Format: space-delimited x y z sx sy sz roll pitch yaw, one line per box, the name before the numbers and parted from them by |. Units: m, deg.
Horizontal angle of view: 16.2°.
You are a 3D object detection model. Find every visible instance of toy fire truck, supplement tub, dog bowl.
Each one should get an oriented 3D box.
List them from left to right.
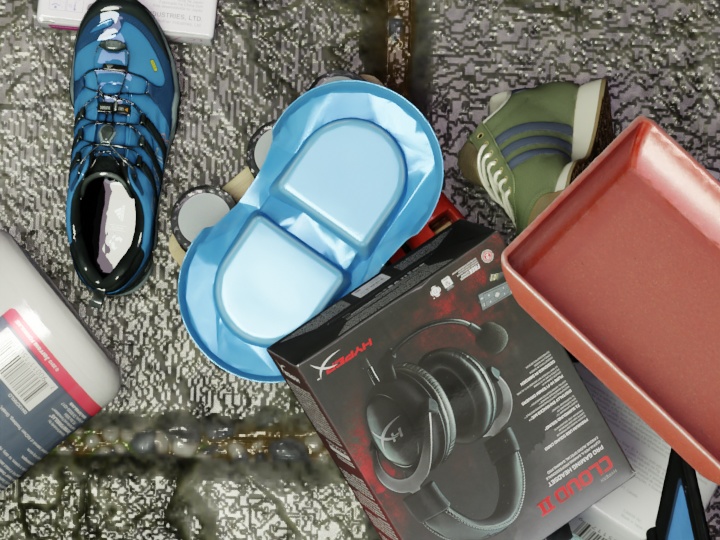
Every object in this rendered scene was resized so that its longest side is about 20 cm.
supplement tub | -0.266 0.082 1.618 0.200 0.140 0.141 -39 87 -4
dog bowl | -0.031 -0.023 1.576 0.111 0.050 0.200 35 86 1
toy fire truck | 0.000 0.000 1.651 0.176 0.129 0.200 -41 77 -4

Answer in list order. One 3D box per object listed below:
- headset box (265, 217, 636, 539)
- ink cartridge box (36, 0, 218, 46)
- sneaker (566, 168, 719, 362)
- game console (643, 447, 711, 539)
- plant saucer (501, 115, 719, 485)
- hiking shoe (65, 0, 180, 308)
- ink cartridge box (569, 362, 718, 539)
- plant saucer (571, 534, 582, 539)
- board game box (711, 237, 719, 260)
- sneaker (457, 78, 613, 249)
headset box | 0.060 0.094 1.537 0.149 0.077 0.200 -33 104 -10
ink cartridge box | -0.145 -0.257 1.699 0.119 0.042 0.201 6 88 -1
sneaker | 0.181 -0.008 1.635 0.201 0.067 0.108 -9 72 -33
game console | 0.155 0.230 1.503 0.175 0.116 0.201 -25 48 21
plant saucer | 0.192 0.024 1.525 0.200 0.037 0.200 44 43 3
hiking shoe | -0.154 -0.079 1.647 0.074 0.087 0.201 -1 96 -2
ink cartridge box | 0.175 0.082 1.666 0.162 0.057 0.200 33 56 2
plant saucer | 0.129 0.228 1.667 0.199 0.027 0.201 0 86 0
board game box | 0.265 0.005 1.631 0.103 0.019 0.200 41 55 -17
sneaker | 0.105 -0.059 1.629 0.089 0.200 0.067 1 124 16
